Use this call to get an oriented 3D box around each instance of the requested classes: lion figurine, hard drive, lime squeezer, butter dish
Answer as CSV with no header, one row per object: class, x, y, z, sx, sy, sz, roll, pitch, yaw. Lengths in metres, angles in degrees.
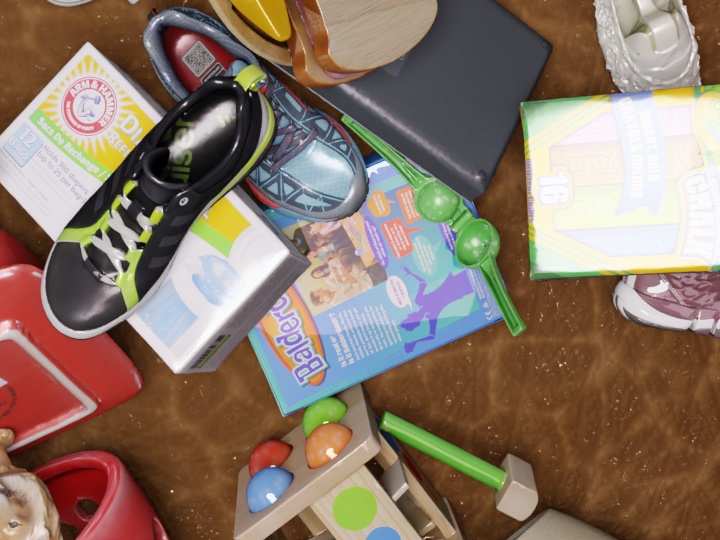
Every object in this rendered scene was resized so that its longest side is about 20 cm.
lion figurine,-0.279,0.182,0.741,0.199,0.124,0.072,-38,144,21
hard drive,0.032,-0.161,0.787,0.198,0.033,0.141,34,66,-11
lime squeezer,0.059,-0.034,0.791,0.201,0.070,0.038,53,128,15
butter dish,-0.285,0.040,0.789,0.197,0.149,0.200,-24,147,1

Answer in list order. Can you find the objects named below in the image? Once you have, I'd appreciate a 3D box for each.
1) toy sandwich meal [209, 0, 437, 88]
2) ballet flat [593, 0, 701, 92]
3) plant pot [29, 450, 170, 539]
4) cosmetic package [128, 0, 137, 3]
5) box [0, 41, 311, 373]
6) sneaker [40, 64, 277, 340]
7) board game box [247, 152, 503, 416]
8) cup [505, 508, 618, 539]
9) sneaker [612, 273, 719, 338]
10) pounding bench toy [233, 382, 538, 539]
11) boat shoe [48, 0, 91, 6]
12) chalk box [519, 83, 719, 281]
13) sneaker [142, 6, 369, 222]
toy sandwich meal,-0.026,-0.214,0.681,0.203,0.069,0.210,-9,102,-49
ballet flat,0.203,-0.200,0.810,0.071,0.072,0.203,-24,104,1
plant pot,-0.216,0.265,0.815,0.198,0.201,0.185,-27,112,2
cosmetic package,-0.183,-0.277,0.683,0.071,0.101,0.201,-36,80,3
box,-0.144,-0.040,0.763,0.200,0.101,0.113,45,91,7
sneaker,-0.130,-0.047,0.668,0.071,0.083,0.201,39,88,7
board game box,0.000,0.000,0.846,0.197,0.045,0.154,-23,103,0
cup,0.154,0.275,0.862,0.199,0.200,0.144,-39,78,4
sneaker,0.301,-0.005,0.858,0.196,0.076,0.118,8,99,-6
pounding bench toy,0.019,0.164,0.844,0.199,0.124,0.157,-36,103,4
boat shoe,-0.154,-0.262,0.760,0.200,0.072,0.070,-42,103,5
chalk box,0.219,-0.063,0.773,0.196,0.124,0.127,-3,93,15
sneaker,-0.080,-0.105,0.768,0.199,0.095,0.080,40,94,6
